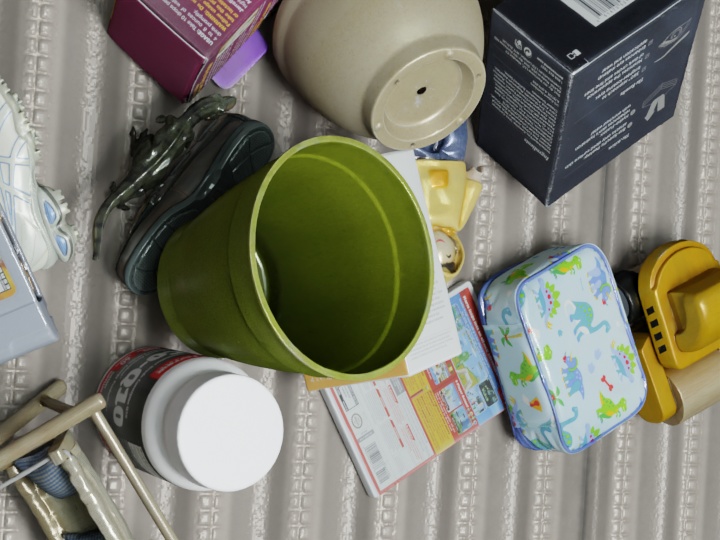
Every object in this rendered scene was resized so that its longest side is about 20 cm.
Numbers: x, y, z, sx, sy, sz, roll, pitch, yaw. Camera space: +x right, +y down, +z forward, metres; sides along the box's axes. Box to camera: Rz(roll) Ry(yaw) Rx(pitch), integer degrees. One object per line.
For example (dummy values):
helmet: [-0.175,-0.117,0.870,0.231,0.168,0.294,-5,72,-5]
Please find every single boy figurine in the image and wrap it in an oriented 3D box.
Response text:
boy figurine: [0.071,-0.084,1.452,0.123,0.064,0.202,8,84,-31]

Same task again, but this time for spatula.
spatula: [-0.080,-0.258,1.389,0.057,0.021,0.200,47,68,-9]

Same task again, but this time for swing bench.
swing bench: [-0.273,0.235,1.235,0.199,0.129,0.200,-35,107,-23]

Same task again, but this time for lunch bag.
lunch bag: [0.216,0.081,1.513,0.160,0.082,0.202,-28,103,-35]

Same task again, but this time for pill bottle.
pill bottle: [-0.151,0.129,1.257,0.113,0.200,0.115,0,91,-28]

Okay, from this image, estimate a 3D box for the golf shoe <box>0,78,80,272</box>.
golf shoe: [-0.320,-0.087,1.237,0.097,0.078,0.202,-25,102,-19]

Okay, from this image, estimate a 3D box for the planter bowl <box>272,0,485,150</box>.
planter bowl: [0.036,-0.199,1.333,0.199,0.135,0.201,-21,145,-16]

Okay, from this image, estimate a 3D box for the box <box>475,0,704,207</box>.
box: [0.229,-0.206,1.448,0.196,0.117,0.201,-34,151,-23]

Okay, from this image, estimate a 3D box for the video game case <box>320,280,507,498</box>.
video game case: [0.061,0.120,1.475,0.199,0.017,0.144,-30,105,-24]

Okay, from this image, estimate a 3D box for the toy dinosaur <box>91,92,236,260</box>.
toy dinosaur: [-0.194,-0.092,1.294,0.047,0.088,0.201,43,72,-22]

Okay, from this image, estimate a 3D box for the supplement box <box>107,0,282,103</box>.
supplement box: [-0.123,-0.269,1.297,0.103,0.131,0.200,41,71,-5]

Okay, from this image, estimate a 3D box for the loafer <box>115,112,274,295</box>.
loafer: [-0.161,-0.064,1.339,0.200,0.063,0.072,-50,143,-14]

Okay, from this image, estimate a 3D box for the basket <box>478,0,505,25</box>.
basket: [0.101,-0.347,1.417,0.200,0.180,0.137,40,77,-35]

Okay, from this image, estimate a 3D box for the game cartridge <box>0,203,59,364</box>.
game cartridge: [-0.354,-0.006,1.211,0.132,0.042,0.201,-23,103,-3]

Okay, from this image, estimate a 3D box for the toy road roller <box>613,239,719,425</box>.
toy road roller: [0.361,0.066,1.563,0.122,0.146,0.202,-25,102,-25]

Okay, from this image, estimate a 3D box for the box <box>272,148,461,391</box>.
box: [0.000,0.000,1.354,0.097,0.124,0.202,-16,93,-53]

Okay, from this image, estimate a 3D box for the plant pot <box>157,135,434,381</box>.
plant pot: [-0.073,0.004,1.244,0.199,0.192,0.203,10,75,-40]
